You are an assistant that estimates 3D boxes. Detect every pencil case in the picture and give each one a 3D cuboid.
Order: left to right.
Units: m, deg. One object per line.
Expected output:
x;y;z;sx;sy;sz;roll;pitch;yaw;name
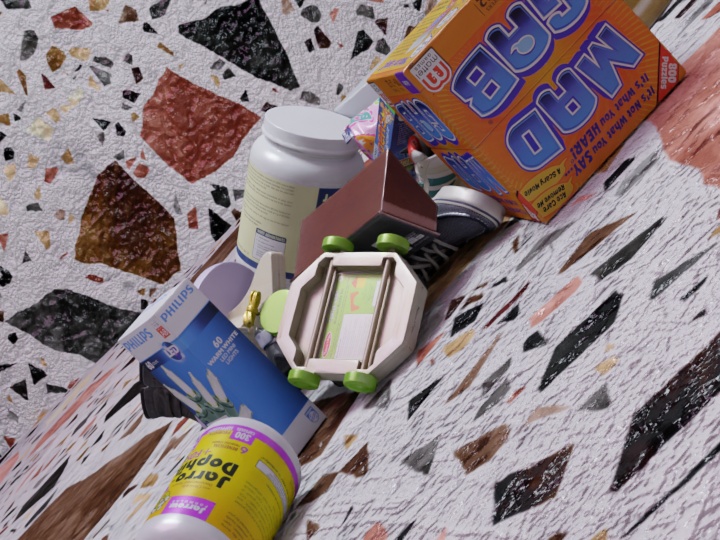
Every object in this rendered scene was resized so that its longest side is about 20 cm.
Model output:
0.072;-0.204;1.634;0.200;0.087;0.088;-43;10;12;pencil case

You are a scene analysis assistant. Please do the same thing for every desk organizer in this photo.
0.005;-0.045;1.484;0.200;0.071;0.078;-36;41;54;desk organizer

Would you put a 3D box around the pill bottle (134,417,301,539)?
-0.129;0.224;1.209;0.104;0.104;0.200;-38;13;35;pill bottle

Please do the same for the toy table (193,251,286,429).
-0.118;0.084;1.566;0.183;0.202;0.117;-10;-3;-37;toy table

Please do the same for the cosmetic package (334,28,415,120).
0.107;-0.226;1.798;0.166;0.168;0.200;-36;11;39;cosmetic package

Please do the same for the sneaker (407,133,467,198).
0.081;-0.113;1.568;0.200;0.093;0.071;-56;29;37;sneaker

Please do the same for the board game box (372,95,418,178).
0.109;-0.178;1.589;0.198;0.035;0.136;-21;-36;-23;board game box

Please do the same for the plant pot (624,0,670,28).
0.292;-0.280;1.690;0.200;0.027;0.200;-44;10;9;plant pot

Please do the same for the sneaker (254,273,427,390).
-0.012;0.070;1.455;0.199;0.091;0.066;-23;-16;20;sneaker

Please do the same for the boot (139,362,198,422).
-0.201;0.094;1.683;0.070;0.130;0.202;-53;-29;-75;boot

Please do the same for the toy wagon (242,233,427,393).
-0.028;0.042;1.399;0.198;0.040;0.157;-1;65;36;toy wagon

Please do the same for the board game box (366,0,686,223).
0.156;-0.192;1.402;0.200;0.200;0.200;-46;11;-3;board game box

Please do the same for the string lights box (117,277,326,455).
-0.140;0.108;1.426;0.059;0.200;0.103;-51;11;-33;string lights box

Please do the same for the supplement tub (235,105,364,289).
-0.073;-0.088;1.747;0.145;0.143;0.202;-71;-8;-67;supplement tub

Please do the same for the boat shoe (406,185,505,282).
0.080;-0.026;1.479;0.093;0.074;0.200;-67;17;-14;boat shoe
